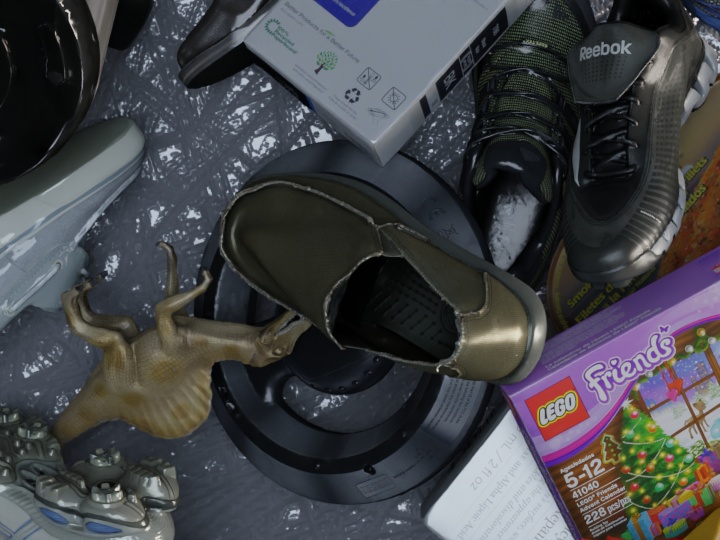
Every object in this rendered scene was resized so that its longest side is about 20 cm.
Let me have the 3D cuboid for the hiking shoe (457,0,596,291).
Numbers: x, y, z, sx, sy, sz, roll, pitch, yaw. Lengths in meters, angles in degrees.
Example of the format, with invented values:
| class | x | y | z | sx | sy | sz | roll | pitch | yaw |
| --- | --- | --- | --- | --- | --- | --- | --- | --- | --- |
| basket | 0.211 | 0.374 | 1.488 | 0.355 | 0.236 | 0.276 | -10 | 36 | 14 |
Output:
| class | x | y | z | sx | sy | sz | roll | pitch | yaw |
| --- | --- | --- | --- | --- | --- | --- | --- | --- | --- |
| hiking shoe | 0.095 | -0.073 | 1.091 | 0.076 | 0.101 | 0.200 | 7 | 94 | -1 |

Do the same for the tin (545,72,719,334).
| class | x | y | z | sx | sy | sz | roll | pitch | yaw |
| --- | --- | --- | --- | --- | --- | --- | --- | --- | --- |
| tin | 0.188 | -0.027 | 1.095 | 0.200 | 0.042 | 0.112 | -47 | 51 | 4 |

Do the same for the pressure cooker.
| class | x | y | z | sx | sy | sz | roll | pitch | yaw |
| --- | --- | --- | --- | --- | --- | --- | --- | --- | --- |
| pressure cooker | -0.215 | -0.160 | 1.054 | 0.178 | 0.200 | 0.176 | -14 | 124 | 12 |

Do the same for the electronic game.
| class | x | y | z | sx | sy | sz | roll | pitch | yaw |
| --- | --- | --- | --- | --- | --- | --- | --- | --- | --- |
| electronic game | -0.010 | 0.028 | 1.093 | 0.200 | 0.042 | 0.200 | 0 | 90 | 34 |

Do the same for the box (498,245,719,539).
| class | x | y | z | sx | sy | sz | roll | pitch | yaw |
| --- | --- | --- | --- | --- | --- | --- | --- | --- | --- |
| box | 0.186 | 0.066 | 1.040 | 0.200 | 0.039 | 0.137 | -29 | 112 | -2 |

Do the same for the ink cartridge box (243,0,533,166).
| class | x | y | z | sx | sy | sz | roll | pitch | yaw |
| --- | --- | --- | --- | --- | --- | --- | --- | --- | --- |
| ink cartridge box | 0.040 | -0.161 | 1.072 | 0.099 | 0.039 | 0.200 | 41 | 84 | 19 |

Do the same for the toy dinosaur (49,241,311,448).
| class | x | y | z | sx | sy | sz | roll | pitch | yaw |
| --- | --- | --- | --- | --- | --- | --- | --- | --- | --- |
| toy dinosaur | -0.127 | 0.050 | 1.092 | 0.200 | 0.058 | 0.101 | -26 | 94 | 24 |

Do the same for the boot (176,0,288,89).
| class | x | y | z | sx | sy | sz | roll | pitch | yaw |
| --- | --- | --- | --- | --- | --- | --- | --- | --- | --- |
| boot | -0.084 | -0.222 | 1.116 | 0.174 | 0.069 | 0.200 | 40 | 89 | 5 |

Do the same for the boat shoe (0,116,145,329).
| class | x | y | z | sx | sy | sz | roll | pitch | yaw |
| --- | --- | --- | --- | --- | --- | --- | --- | --- | --- |
| boat shoe | -0.193 | -0.005 | 1.128 | 0.201 | 0.070 | 0.072 | -39 | 115 | -1 |

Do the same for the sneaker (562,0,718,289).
| class | x | y | z | sx | sy | sz | roll | pitch | yaw |
| --- | --- | --- | --- | --- | --- | --- | --- | --- | --- |
| sneaker | 0.137 | -0.082 | 1.048 | 0.066 | 0.200 | 0.091 | -5 | 134 | 30 |

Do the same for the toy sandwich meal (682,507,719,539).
| class | x | y | z | sx | sy | sz | roll | pitch | yaw |
| --- | --- | --- | --- | --- | --- | --- | --- | --- | --- |
| toy sandwich meal | 0.192 | 0.208 | 1.044 | 0.205 | 0.070 | 0.205 | -5 | 117 | -9 |

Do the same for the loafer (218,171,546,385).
| class | x | y | z | sx | sy | sz | roll | pitch | yaw |
| --- | --- | --- | --- | --- | --- | --- | --- | --- | --- |
| loafer | 0.000 | 0.000 | 1.018 | 0.200 | 0.070 | 0.075 | 22 | 103 | 32 |

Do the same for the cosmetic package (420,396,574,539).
| class | x | y | z | sx | sy | sz | roll | pitch | yaw |
| --- | --- | --- | --- | --- | --- | --- | --- | --- | --- |
| cosmetic package | 0.140 | 0.159 | 1.117 | 0.200 | 0.074 | 0.102 | 37 | 93 | 1 |

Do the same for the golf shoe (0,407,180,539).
| class | x | y | z | sx | sy | sz | roll | pitch | yaw |
| --- | --- | --- | --- | --- | --- | --- | --- | --- | --- |
| golf shoe | -0.182 | 0.137 | 1.095 | 0.200 | 0.078 | 0.097 | 17 | 118 | 40 |

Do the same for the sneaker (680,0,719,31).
| class | x | y | z | sx | sy | sz | roll | pitch | yaw |
| --- | --- | --- | --- | --- | --- | --- | --- | --- | --- |
| sneaker | 0.161 | -0.200 | 1.095 | 0.200 | 0.078 | 0.075 | 29 | 93 | 0 |
